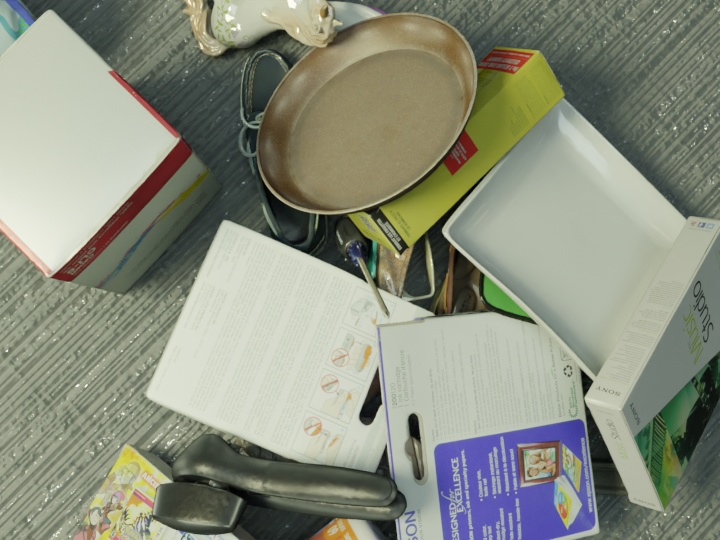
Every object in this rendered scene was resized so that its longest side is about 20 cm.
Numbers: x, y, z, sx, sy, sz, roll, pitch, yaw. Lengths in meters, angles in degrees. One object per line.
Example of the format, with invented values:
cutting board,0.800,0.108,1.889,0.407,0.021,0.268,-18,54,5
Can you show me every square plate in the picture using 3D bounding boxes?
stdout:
square plate,0.186,-0.025,0.784,0.200,0.028,0.198,43,60,-4

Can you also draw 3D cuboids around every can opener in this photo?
can opener,-0.061,0.169,0.704,0.197,0.064,0.080,1,66,14

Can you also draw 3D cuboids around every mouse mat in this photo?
mouse mat,0.195,-0.016,0.804,0.198,0.008,0.163,17,65,-17

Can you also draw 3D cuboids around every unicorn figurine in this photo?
unicorn figurine,-0.079,-0.248,0.818,0.073,0.199,0.139,1,75,-44

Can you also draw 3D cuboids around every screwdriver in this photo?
screwdriver,0.000,0.000,0.761,0.029,0.201,0.028,-40,114,12

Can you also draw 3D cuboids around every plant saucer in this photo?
plant saucer,0.007,-0.125,0.752,0.198,0.032,0.202,-15,54,21

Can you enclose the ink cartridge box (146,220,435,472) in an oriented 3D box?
ink cartridge box,-0.057,0.071,0.769,0.198,0.047,0.162,24,77,-3

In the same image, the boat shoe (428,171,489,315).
boat shoe,0.115,-0.025,0.819,0.071,0.072,0.202,24,84,2

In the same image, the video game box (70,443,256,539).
video game box,-0.172,0.269,0.742,0.199,0.047,0.184,26,85,39

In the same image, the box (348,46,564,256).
box,0.075,-0.104,0.772,0.200,0.075,0.050,-43,118,-7

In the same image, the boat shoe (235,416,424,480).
boat shoe,-0.011,0.159,0.796,0.198,0.073,0.075,24,80,7

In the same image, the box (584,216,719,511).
box,0.263,0.077,0.759,0.201,0.036,0.145,-52,131,-23

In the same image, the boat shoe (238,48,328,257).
boat shoe,-0.072,-0.110,0.830,0.074,0.062,0.203,-7,83,0

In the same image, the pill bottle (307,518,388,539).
pill bottle,-0.050,0.299,0.758,0.199,0.112,0.113,-36,85,-5

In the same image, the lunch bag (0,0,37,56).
lunch bag,-0.354,-0.177,0.763,0.127,0.200,0.170,44,84,4

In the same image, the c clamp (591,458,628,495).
c clamp,0.202,0.123,0.827,0.168,0.027,0.203,8,84,0

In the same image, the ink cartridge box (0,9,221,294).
ink cartridge box,-0.224,-0.084,0.756,0.145,0.200,0.145,42,87,4

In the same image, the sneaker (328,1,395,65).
sneaker,0.021,-0.168,0.832,0.199,0.075,0.100,37,83,3

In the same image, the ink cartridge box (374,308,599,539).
ink cartridge box,0.100,0.133,0.756,0.198,0.043,0.201,-4,86,-27

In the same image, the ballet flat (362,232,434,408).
ballet flat,0.031,0.032,0.816,0.066,0.068,0.203,10,85,-7
